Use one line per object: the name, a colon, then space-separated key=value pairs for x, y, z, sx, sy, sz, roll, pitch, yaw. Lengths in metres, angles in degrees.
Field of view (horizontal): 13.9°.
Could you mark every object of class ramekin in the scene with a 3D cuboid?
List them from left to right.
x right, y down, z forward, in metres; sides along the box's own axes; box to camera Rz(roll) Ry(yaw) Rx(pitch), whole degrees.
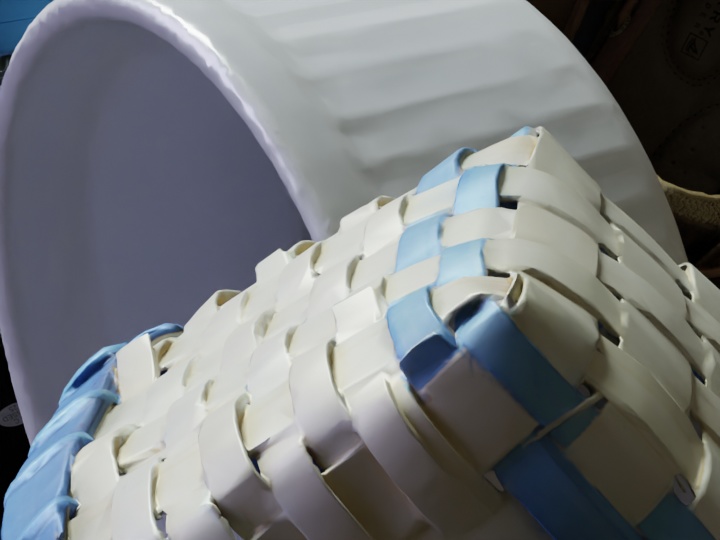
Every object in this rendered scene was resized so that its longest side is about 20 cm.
ramekin: x=-0.004 y=0.019 z=0.721 sx=0.098 sy=0.201 sz=0.201 roll=-18 pitch=-30 yaw=-28

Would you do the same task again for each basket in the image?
basket: x=-0.012 y=0.080 z=0.531 sx=0.200 sy=0.139 sz=0.176 roll=-37 pitch=11 yaw=17

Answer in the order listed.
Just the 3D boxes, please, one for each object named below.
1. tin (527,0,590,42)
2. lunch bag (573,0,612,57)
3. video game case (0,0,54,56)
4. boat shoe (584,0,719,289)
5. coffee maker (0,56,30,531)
tin: x=0.066 y=-0.127 z=0.869 sx=0.200 sy=0.042 sz=0.112 roll=-68 pitch=4 yaw=-61
lunch bag: x=0.087 y=-0.177 z=1.058 sx=0.170 sy=0.127 sz=0.200 roll=-38 pitch=-30 yaw=-50
video game case: x=-0.070 y=-0.079 z=0.847 sx=0.200 sy=0.143 sz=0.018 roll=-171 pitch=71 yaw=-67
boat shoe: x=0.074 y=-0.018 z=0.799 sx=0.200 sy=0.072 sz=0.072 roll=-63 pitch=-1 yaw=-4
coffee maker: x=-0.084 y=0.036 z=0.942 sx=0.200 sy=0.134 sz=0.192 roll=-91 pitch=7 yaw=-59
